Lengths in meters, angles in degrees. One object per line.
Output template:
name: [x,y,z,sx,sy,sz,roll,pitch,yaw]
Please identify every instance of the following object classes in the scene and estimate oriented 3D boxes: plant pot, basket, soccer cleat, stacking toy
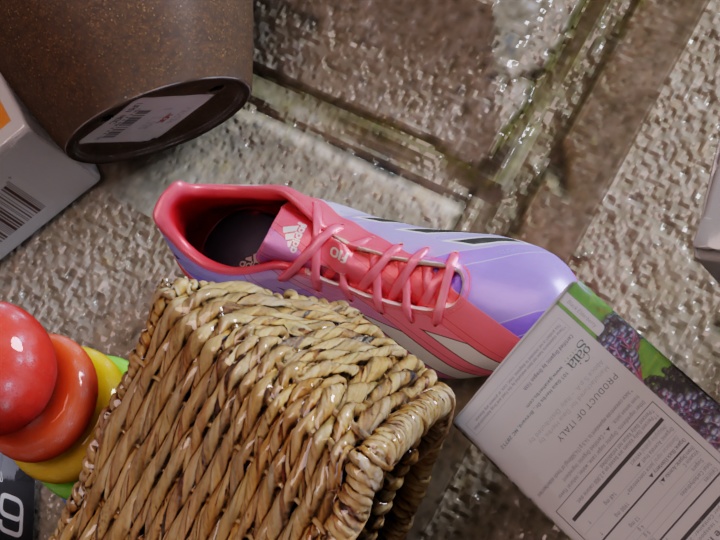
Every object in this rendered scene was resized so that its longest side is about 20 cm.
plant pot: [-0.127,-0.160,1.176,0.186,0.187,0.201,-24,76,17]
basket: [-0.029,0.125,1.007,0.149,0.142,0.201,36,106,42]
soccer cleat: [0.000,0.000,1.093,0.199,0.076,0.067,13,77,31]
stacking toy: [-0.116,0.068,1.052,0.085,0.200,0.086,-11,65,25]

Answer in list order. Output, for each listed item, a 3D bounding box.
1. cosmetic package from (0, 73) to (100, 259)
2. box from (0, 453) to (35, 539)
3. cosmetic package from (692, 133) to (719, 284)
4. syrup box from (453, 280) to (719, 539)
cosmetic package: [-0.221,-0.099,1.249,0.101,0.071,0.201,-38,58,10]
box: [-0.219,0.115,1.089,0.049,0.200,0.159,-12,65,27]
cosmetic package: [0.202,-0.013,0.924,0.090,0.200,0.108,9,72,27]
syrup box: [0.137,0.102,0.982,0.082,0.079,0.200,-49,57,2]
